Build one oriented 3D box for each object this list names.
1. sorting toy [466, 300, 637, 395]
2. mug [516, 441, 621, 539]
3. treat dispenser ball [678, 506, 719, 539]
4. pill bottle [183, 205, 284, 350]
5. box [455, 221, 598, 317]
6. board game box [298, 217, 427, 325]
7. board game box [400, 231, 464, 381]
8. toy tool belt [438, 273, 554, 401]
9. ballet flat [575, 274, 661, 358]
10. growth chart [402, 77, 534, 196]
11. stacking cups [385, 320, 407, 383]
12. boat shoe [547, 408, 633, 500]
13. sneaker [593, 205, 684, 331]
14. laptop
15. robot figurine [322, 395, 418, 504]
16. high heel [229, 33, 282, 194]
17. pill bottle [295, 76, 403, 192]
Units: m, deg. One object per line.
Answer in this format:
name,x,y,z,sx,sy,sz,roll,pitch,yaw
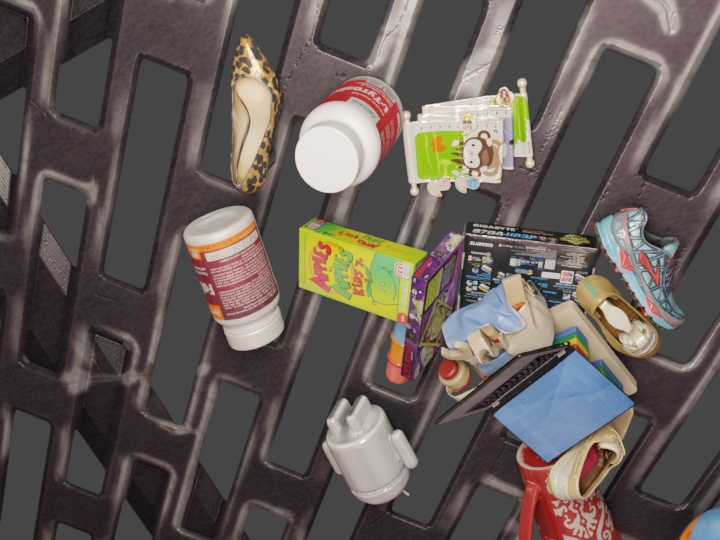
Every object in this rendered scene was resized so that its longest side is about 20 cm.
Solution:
sorting toy,0.287,0.169,1.250,0.197,0.070,0.200,-28,119,32
mug,0.330,0.384,1.332,0.131,0.178,0.203,-12,110,31
treat dispenser ball,0.603,0.479,1.302,0.196,0.202,0.205,5,118,9
pill bottle,-0.192,0.014,1.281,0.112,0.115,0.203,-9,114,16
box,0.245,0.018,1.230,0.195,0.046,0.162,6,118,9
board game box,0.000,0.000,1.235,0.197,0.048,0.103,18,122,25
board game box,0.105,0.055,1.214,0.032,0.120,0.203,27,135,25
toy tool belt,0.171,0.088,1.175,0.199,0.126,0.123,-37,131,18
ballet flat,0.384,0.083,1.195,0.199,0.063,0.069,36,104,-27
growth chart,0.151,-0.180,1.165,0.196,0.018,0.147,-10,113,19
stacking cups,0.071,0.089,1.297,0.059,0.061,0.203,15,120,3
boat shoe,0.370,0.276,1.259,0.074,0.200,0.069,50,157,-19
sneaker,0.419,-0.003,1.165,0.095,0.080,0.201,-33,106,22
laptop,0.246,0.201,1.160,0.187,0.198,0.117,-47,62,36
robot figurine,0.015,0.310,1.389,0.167,0.113,0.203,-10,115,33
high heel,-0.157,-0.214,1.140,0.070,0.143,0.204,0,117,12
pill bottle,-0.016,-0.180,1.091,0.110,0.201,0.114,7,119,14
